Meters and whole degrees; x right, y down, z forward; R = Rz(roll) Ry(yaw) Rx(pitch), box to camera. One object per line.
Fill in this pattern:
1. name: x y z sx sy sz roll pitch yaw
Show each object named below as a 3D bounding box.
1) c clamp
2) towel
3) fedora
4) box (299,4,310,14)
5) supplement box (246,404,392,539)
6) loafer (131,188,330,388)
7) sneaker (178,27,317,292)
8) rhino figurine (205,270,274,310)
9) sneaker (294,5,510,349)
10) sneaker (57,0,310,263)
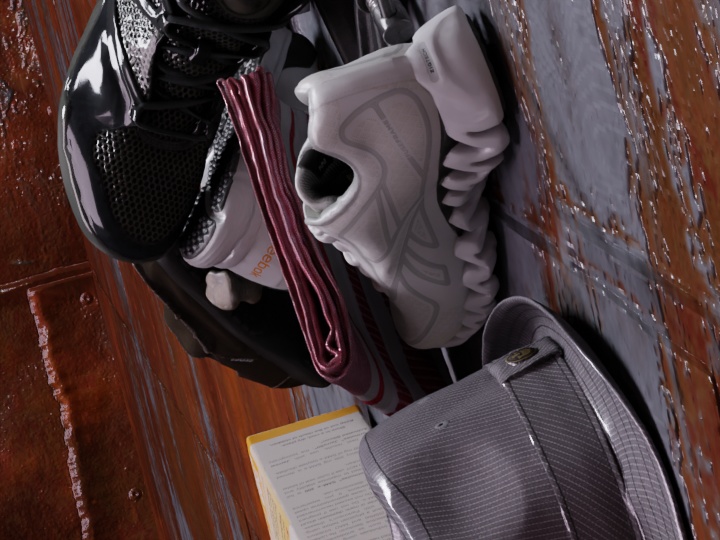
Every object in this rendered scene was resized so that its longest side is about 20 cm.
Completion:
1. c clamp: -0.010 -0.152 1.279 0.171 0.027 0.200 77 171 -45
2. towel: 0.000 0.000 1.262 0.200 0.023 0.144 35 -146 -68
3. fedora: 0.055 0.105 1.082 0.200 0.090 0.177 -125 22 -64
4. box: -0.073 -0.235 1.471 0.110 0.035 0.200 87 165 -52
5. supplement box: 0.002 0.178 1.569 0.200 0.074 0.126 -124 20 -62
6. loafer: -0.083 0.021 1.592 0.200 0.071 0.073 46 -144 -51
7. sneaker: -0.038 -0.050 1.414 0.074 0.080 0.200 -55 16 33
8. rhino figurine: -0.064 -0.082 1.534 0.087 0.060 0.200 -11 -95 -55
9. sneaker: 0.013 -0.030 1.158 0.200 0.081 0.075 86 163 -57
10. sneaker: -0.082 -0.100 1.317 0.114 0.076 0.199 13 88 65
